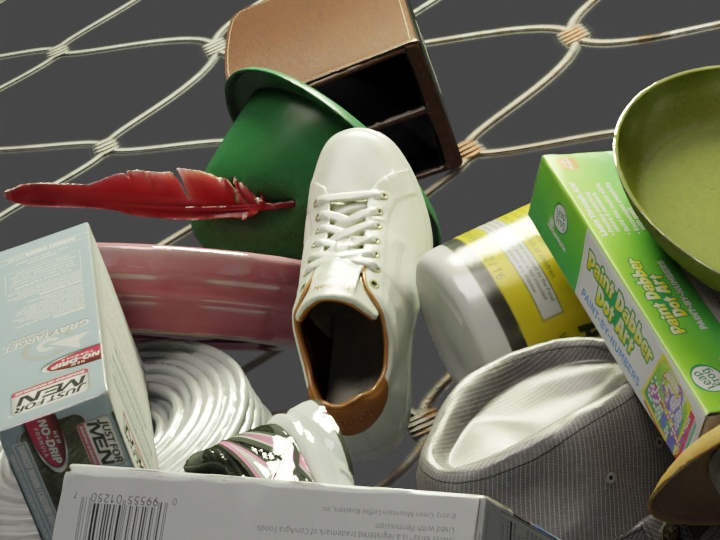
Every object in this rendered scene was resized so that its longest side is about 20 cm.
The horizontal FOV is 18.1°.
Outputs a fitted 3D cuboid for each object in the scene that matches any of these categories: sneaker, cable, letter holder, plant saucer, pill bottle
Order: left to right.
[{"bbox_3d":[-0.142,0.117,1.268,0.199,0.069,0.200,-23,26,-8],"label":"cable"},{"bbox_3d":[-0.112,0.019,1.371,0.200,0.051,0.201,3,-6,0],"label":"plant saucer"},{"bbox_3d":[-0.030,0.145,1.101,0.086,0.081,0.200,-14,30,-16],"label":"sneaker"},{"bbox_3d":[-0.018,-0.134,1.640,0.142,0.101,0.200,-19,26,4],"label":"letter holder"},{"bbox_3d":[0.000,0.000,1.271,0.073,0.085,0.201,-8,66,12],"label":"sneaker"},{"bbox_3d":[0.140,0.002,1.252,0.200,0.112,0.111,-25,27,-11],"label":"pill bottle"},{"bbox_3d":[0.220,-0.033,1.126,0.199,0.031,0.200,8,39,-6],"label":"plant saucer"}]

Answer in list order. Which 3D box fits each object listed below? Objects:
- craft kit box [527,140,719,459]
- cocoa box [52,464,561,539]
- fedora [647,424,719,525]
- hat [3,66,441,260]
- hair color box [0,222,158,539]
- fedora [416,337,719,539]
[{"bbox_3d":[0.211,0.009,1.129,0.197,0.049,0.200,-3,40,-21],"label":"craft kit box"},{"bbox_3d":[-0.021,0.164,0.955,0.199,0.131,0.134,1,74,25],"label":"cocoa box"},{"bbox_3d":[0.230,0.102,0.996,0.200,0.201,0.082,-17,67,4],"label":"fedora"},{"bbox_3d":[-0.079,-0.013,1.393,0.200,0.166,0.176,36,67,15],"label":"hat"},{"bbox_3d":[-0.149,0.066,1.185,0.060,0.099,0.200,-19,27,-1],"label":"hair color box"},{"bbox_3d":[0.093,0.098,1.121,0.200,0.091,0.177,-30,27,-20],"label":"fedora"}]
